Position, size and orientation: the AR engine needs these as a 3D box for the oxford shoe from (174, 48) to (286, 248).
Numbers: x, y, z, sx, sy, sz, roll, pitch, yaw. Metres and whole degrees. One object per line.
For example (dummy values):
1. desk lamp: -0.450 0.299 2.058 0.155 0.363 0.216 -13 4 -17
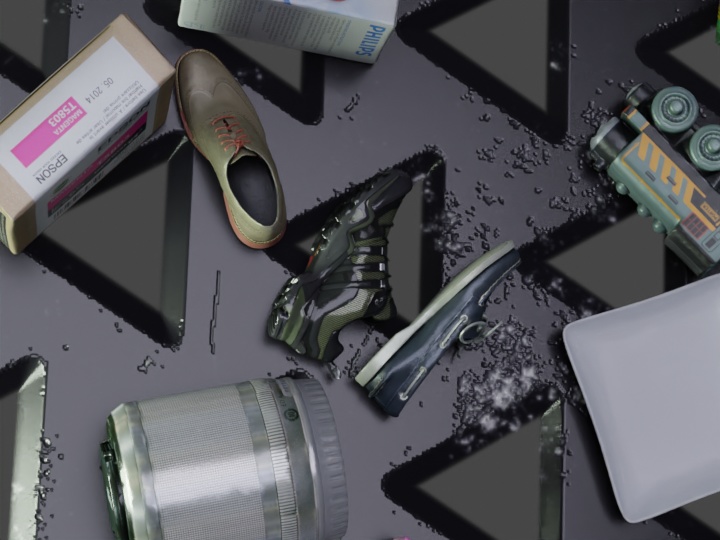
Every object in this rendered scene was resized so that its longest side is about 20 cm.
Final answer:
1. oxford shoe: -0.116 -0.122 1.616 0.070 0.075 0.201 -26 86 -13

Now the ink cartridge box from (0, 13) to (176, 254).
1. ink cartridge box: -0.261 -0.118 1.543 0.200 0.165 0.075 -44 90 -13

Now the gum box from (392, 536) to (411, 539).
1. gum box: 0.018 0.356 1.567 0.113 0.066 0.200 40 77 0

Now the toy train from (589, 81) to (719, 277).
1. toy train: 0.316 -0.089 1.684 0.114 0.085 0.200 -42 82 -5

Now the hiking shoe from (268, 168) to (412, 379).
1. hiking shoe: 0.000 0.000 1.628 0.100 0.076 0.201 36 85 -12

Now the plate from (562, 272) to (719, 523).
1. plate: 0.310 0.122 1.678 0.199 0.032 0.201 -17 85 -13

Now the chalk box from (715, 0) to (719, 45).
1. chalk box: 0.445 -0.291 1.684 0.123 0.200 0.126 11 79 -8

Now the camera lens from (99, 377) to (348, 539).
1. camera lens: -0.124 0.183 1.522 0.198 0.160 0.161 -10 83 -12

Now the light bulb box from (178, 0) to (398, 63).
1. light bulb box: -0.057 -0.322 1.635 0.198 0.125 0.200 10 79 -8

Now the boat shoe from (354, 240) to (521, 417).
1. boat shoe: 0.084 0.054 1.626 0.200 0.075 0.062 -43 89 -12
